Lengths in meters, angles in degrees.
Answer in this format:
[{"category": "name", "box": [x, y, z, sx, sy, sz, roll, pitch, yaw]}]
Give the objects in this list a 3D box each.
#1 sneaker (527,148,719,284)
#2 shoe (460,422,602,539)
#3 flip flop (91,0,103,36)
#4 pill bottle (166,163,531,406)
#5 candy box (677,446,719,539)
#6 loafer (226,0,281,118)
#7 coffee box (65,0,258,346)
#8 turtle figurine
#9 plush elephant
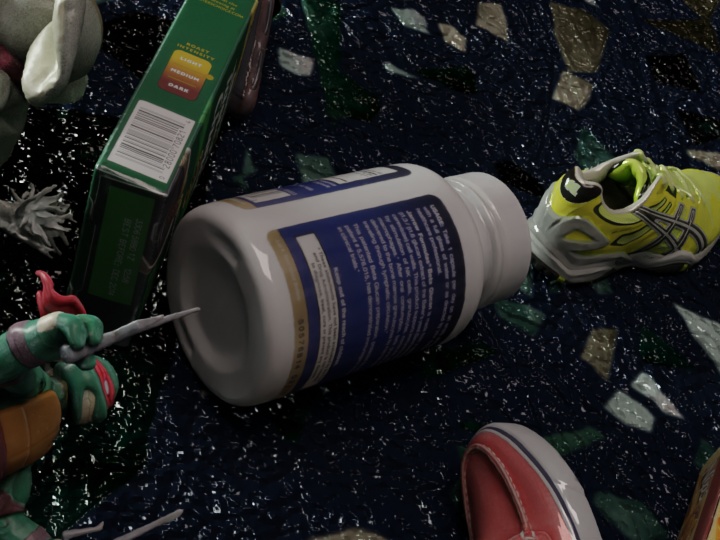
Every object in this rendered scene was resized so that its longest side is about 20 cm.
[{"category": "sneaker", "box": [0.203, -0.044, 0.898, 0.199, 0.077, 0.075, -16, 55, -38]}, {"category": "shoe", "box": [0.074, 0.164, 0.632, 0.091, 0.072, 0.201, 0, 51, -29]}, {"category": "flip flop", "box": [-0.215, -0.209, 0.866, 0.057, 0.081, 0.200, 1, 47, -48]}, {"category": "pill bottle", "box": [0.000, 0.000, 0.730, 0.199, 0.111, 0.111, -15, 56, -35]}, {"category": "candy box", "box": [0.278, 0.187, 0.719, 0.199, 0.055, 0.116, 31, 43, 7]}, {"category": "loafer", "box": [-0.087, -0.185, 0.915, 0.063, 0.072, 0.201, 33, 45, -21]}, {"category": "coffee box", "box": [-0.113, -0.069, 0.737, 0.044, 0.123, 0.200, 19, 41, -5]}, {"category": "turtle figurine", "box": [-0.163, 0.082, 0.564, 0.199, 0.150, 0.100, -25, 36, -36]}, {"category": "plush elephant", "box": [-0.214, -0.122, 0.704, 0.200, 0.165, 0.155, 32, 81, -15]}]
